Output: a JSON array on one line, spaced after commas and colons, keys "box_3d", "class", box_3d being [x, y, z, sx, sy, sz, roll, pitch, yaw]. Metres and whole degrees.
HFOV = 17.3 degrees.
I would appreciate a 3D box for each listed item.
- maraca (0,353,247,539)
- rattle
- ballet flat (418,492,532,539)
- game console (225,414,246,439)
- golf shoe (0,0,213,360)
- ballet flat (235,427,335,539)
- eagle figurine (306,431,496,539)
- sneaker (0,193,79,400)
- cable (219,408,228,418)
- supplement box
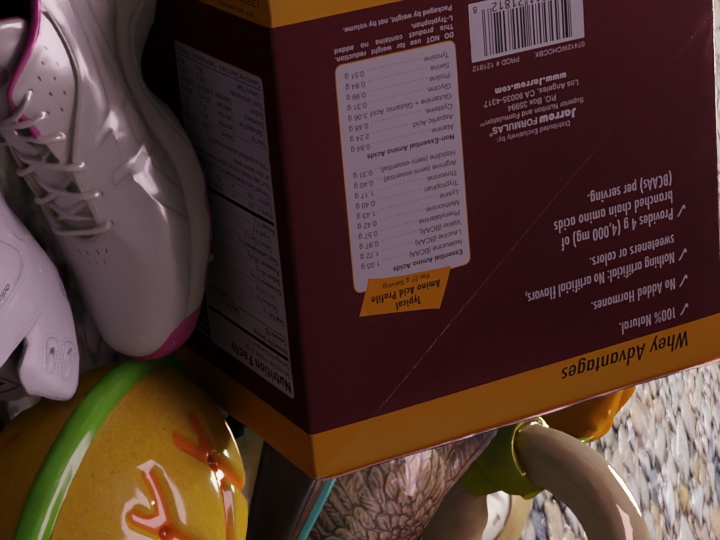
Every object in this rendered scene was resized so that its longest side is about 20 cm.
[{"box_3d": [-0.110, 0.116, 0.917, 0.200, 0.107, 0.137, -57, 152, -46], "class": "maraca"}, {"box_3d": [0.128, 0.156, 1.166, 0.200, 0.130, 0.143, 49, 22, 14], "class": "rattle"}, {"box_3d": [0.035, 0.152, 1.216, 0.200, 0.069, 0.063, -58, 176, -17], "class": "ballet flat"}, {"box_3d": [0.000, 0.000, 1.144, 0.200, 0.118, 0.171, 11, 114, -54], "class": "game console"}, {"box_3d": [-0.115, -0.059, 0.892, 0.091, 0.075, 0.200, -20, 99, -49], "class": "golf shoe"}, {"box_3d": [-0.057, 0.126, 1.026, 0.068, 0.068, 0.200, -167, -84, -80], "class": "ballet flat"}, {"box_3d": [0.012, 0.160, 1.093, 0.152, 0.200, 0.151, 22, 41, -18], "class": "eagle figurine"}, {"box_3d": [-0.158, 0.035, 0.853, 0.115, 0.075, 0.200, 56, 30, -40], "class": "sneaker"}, {"box_3d": [-0.037, -0.017, 1.195, 0.200, 0.069, 0.200, 60, 32, -44], "class": "cable"}, {"box_3d": [0.029, -0.051, 0.951, 0.197, 0.133, 0.200, -15, 113, -25], "class": "supplement box"}]
